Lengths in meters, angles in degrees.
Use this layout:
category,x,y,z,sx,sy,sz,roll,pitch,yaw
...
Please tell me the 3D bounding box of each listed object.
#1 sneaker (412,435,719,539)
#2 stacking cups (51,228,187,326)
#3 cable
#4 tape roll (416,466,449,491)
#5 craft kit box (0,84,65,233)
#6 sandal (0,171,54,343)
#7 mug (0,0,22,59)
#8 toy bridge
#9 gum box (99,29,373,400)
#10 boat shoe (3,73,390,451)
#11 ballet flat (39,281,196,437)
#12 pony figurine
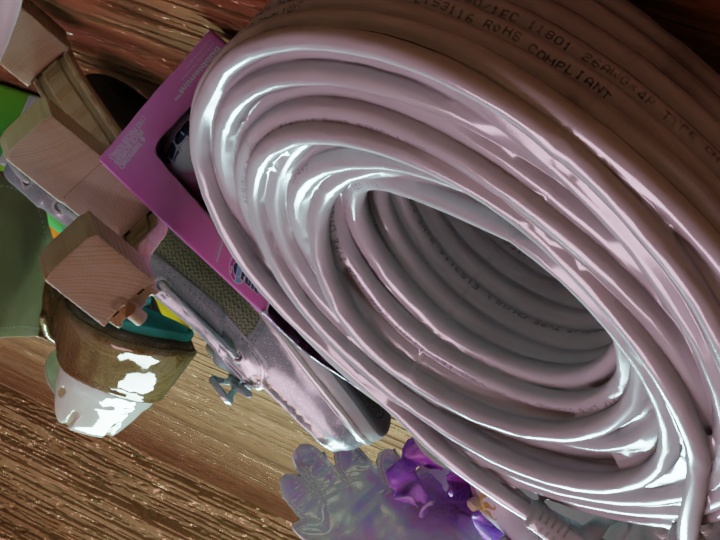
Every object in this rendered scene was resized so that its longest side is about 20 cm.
category,x,y,z,sx,sy,sz,roll,pitch,yaw
sneaker,0.111,0.072,0.724,0.200,0.076,0.080,36,-167,33
stacking cups,-0.173,-0.016,1.280,0.060,0.061,0.200,20,167,39
cable,0.045,-0.008,0.611,0.200,0.069,0.200,35,154,8
tape roll,0.120,0.170,1.228,0.200,0.066,0.200,49,178,3
craft kit box,-0.096,-0.021,1.114,0.200,0.049,0.198,19,164,40
sandal,-0.195,-0.007,1.108,0.070,0.078,0.212,19,172,17
mug,-0.209,-0.116,0.715,0.175,0.148,0.200,33,-158,17
toy bridge,-0.105,-0.037,0.819,0.067,0.027,0.200,41,-167,-36
gum box,0.000,0.000,0.815,0.113,0.066,0.200,41,-179,41
boat shoe,-0.067,0.005,0.936,0.202,0.065,0.074,46,-162,-6
ballet flat,-0.125,0.037,1.028,0.068,0.072,0.200,19,-173,-20
pony figurine,0.072,0.106,0.986,0.193,0.166,0.200,53,157,32
